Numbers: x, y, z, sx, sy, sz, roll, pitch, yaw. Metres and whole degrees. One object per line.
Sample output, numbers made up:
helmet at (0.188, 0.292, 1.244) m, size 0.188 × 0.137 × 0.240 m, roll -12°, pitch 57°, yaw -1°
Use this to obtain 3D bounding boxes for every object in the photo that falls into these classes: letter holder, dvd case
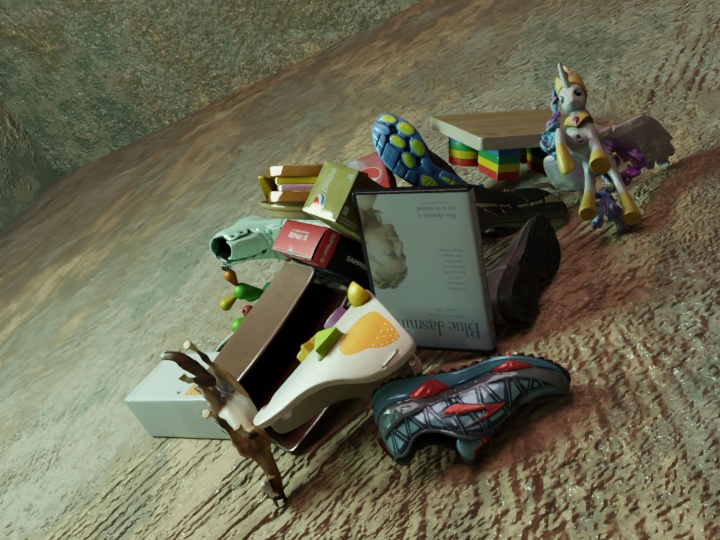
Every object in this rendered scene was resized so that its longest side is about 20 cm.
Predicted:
letter holder at (-0.082, 0.103, 1.150) m, size 0.200 × 0.101 × 0.142 m, roll -55°, pitch 29°, yaw -14°
dvd case at (0.073, 0.001, 1.069) m, size 0.143 × 0.200 × 0.018 m, roll 0°, pitch 25°, yaw 27°

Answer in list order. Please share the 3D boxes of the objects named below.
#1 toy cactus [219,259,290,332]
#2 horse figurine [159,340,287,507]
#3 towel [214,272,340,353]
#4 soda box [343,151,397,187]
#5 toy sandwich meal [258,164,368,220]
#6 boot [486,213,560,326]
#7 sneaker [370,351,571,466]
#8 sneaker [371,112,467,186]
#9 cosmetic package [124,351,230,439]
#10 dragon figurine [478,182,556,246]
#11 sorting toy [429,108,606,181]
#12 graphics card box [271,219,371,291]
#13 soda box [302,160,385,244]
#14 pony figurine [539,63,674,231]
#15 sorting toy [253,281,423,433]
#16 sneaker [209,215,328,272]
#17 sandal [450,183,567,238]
toy cactus at (-0.119, 0.024, 1.464) m, size 0.165 × 0.102 × 0.200 m, roll 0°, pitch 28°, yaw 36°
horse figurine at (-0.146, 0.154, 1.039) m, size 0.050 × 0.133 × 0.200 m, roll -40°, pitch 52°, yaw -4°
towel at (-0.104, 0.057, 1.327) m, size 0.200 × 0.034 × 0.133 m, roll -39°, pitch -8°, yaw 26°
soda box at (0.022, -0.095, 1.389) m, size 0.070 × 0.063 × 0.200 m, roll -21°, pitch 34°, yaw 9°
toy sandwich meal at (-0.046, -0.108, 1.253) m, size 0.205 × 0.070 × 0.205 m, roll 0°, pitch 8°, yaw 0°
boot at (0.161, 0.007, 1.163) m, size 0.132 × 0.070 × 0.200 m, roll -19°, pitch 20°, yaw 38°
sneaker at (0.114, 0.146, 0.940) m, size 0.200 × 0.079 × 0.096 m, roll -14°, pitch 60°, yaw 9°
sneaker at (0.091, -0.155, 1.434) m, size 0.071 × 0.200 × 0.083 m, roll -48°, pitch 10°, yaw 1°
cosmetic package at (-0.218, 0.168, 1.287) m, size 0.200 × 0.071 × 0.101 m, roll -9°, pitch 31°, yaw 44°
dragon figurine at (0.175, -0.083, 1.341) m, size 0.200 × 0.059 × 0.099 m, roll -39°, pitch 24°, yaw -16°
sorting toy at (0.228, -0.184, 1.390) m, size 0.200 × 0.070 × 0.199 m, roll -6°, pitch 19°, yaw -15°
graphics card box at (0.000, 0.000, 1.208) m, size 0.125 × 0.200 × 0.051 m, roll 14°, pitch 78°, yaw 62°
soda box at (0.027, -0.058, 1.156) m, size 0.064 × 0.200 × 0.068 m, roll 21°, pitch 84°, yaw 45°
pony figurine at (0.298, -0.144, 1.189) m, size 0.166 × 0.193 × 0.200 m, roll -24°, pitch 42°, yaw 25°
sorting toy at (-0.032, 0.114, 1.021) m, size 0.180 × 0.107 × 0.200 m, roll -40°, pitch -13°, yaw -4°
sneaker at (-0.130, -0.035, 1.413) m, size 0.200 × 0.074 × 0.118 m, roll 3°, pitch 23°, yaw 34°
sandal at (0.178, -0.069, 1.248) m, size 0.201 × 0.057 × 0.080 m, roll 1°, pitch 42°, yaw -18°
